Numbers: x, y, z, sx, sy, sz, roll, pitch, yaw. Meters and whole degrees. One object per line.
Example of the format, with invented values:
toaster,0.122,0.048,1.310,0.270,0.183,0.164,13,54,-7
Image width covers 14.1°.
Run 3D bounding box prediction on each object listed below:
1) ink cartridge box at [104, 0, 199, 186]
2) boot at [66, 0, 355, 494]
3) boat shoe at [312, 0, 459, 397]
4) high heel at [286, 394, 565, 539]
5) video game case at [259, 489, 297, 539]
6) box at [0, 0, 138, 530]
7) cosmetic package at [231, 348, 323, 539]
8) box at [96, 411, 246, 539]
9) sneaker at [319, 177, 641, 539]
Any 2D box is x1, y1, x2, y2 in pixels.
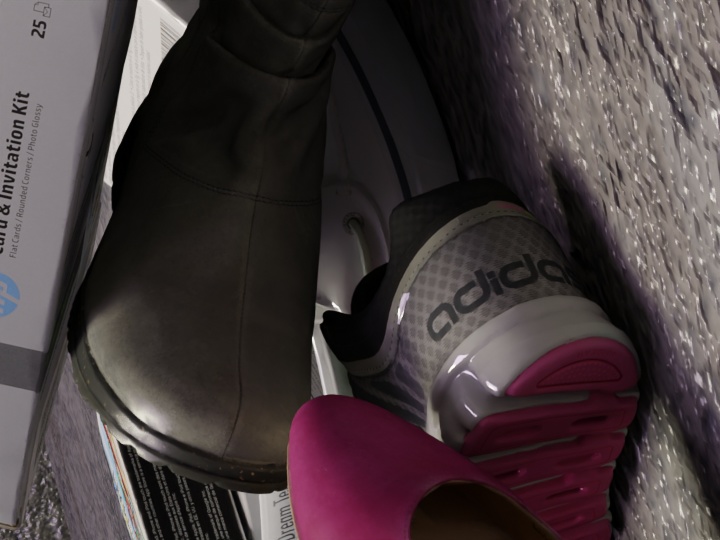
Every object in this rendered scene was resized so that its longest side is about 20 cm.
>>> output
ink cartridge box,-0.107,-0.102,1.175,0.176,0.045,0.200,39,159,14
boot,-0.031,-0.041,0.830,0.200,0.067,0.131,-96,27,-55
boat shoe,0.000,0.000,0.930,0.074,0.066,0.201,138,115,-78
high heel,0.054,0.077,0.695,0.200,0.067,0.096,52,135,35
video game case,0.019,0.179,0.969,0.182,0.024,0.201,-96,-19,-56
box,-0.092,-0.050,0.859,0.156,0.041,0.201,-85,8,-61
cosmetic package,0.004,0.123,1.070,0.051,0.082,0.201,-121,18,-60
box,-0.052,0.132,1.053,0.110,0.035,0.201,96,156,-69
sneaker,0.028,0.042,0.845,0.200,0.073,0.088,101,150,-59
